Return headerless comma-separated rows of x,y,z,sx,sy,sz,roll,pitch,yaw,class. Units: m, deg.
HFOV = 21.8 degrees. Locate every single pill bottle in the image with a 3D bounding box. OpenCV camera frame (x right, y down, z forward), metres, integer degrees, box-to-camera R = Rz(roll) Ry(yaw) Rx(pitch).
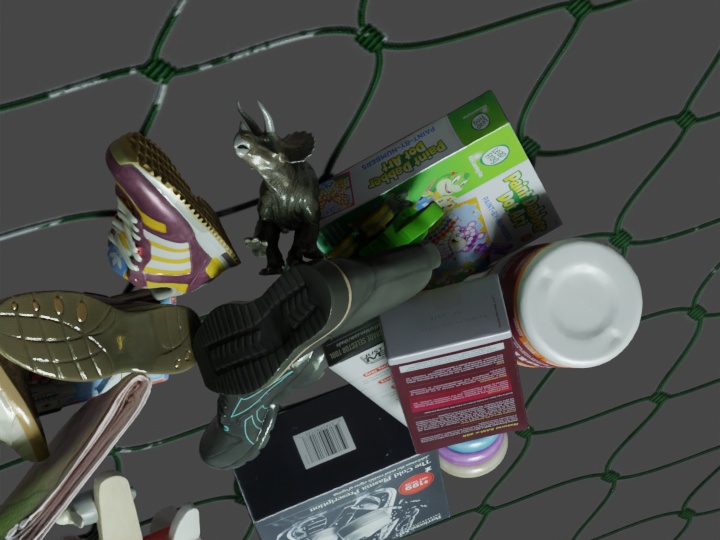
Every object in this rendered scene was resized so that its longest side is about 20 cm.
0.171,0.032,1.702,0.114,0.115,0.200,-18,-179,-12,pill bottle

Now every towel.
-0.267,0.180,1.605,0.191,0.032,0.200,-54,-169,-28,towel

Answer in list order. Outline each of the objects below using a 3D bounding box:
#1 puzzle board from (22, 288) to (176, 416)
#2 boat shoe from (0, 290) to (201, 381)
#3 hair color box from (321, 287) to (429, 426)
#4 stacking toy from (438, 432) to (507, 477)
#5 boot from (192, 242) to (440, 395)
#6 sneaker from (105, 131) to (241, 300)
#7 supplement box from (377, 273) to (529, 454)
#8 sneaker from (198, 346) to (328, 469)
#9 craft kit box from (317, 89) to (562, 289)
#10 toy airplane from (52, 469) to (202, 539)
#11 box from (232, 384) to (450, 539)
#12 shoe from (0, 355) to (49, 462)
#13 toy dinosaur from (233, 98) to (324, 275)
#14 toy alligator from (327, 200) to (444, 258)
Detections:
-0.259,0.081,1.635,0.199,0.017,0.151,-13,147,-18,puzzle board
-0.226,0.053,1.535,0.199,0.072,0.067,6,179,-41,boat shoe
0.046,0.077,1.721,0.101,0.061,0.200,-26,151,13,hair color box
0.108,0.130,1.914,0.085,0.086,0.200,-20,145,-9,stacking toy
-0.035,0.039,1.530,0.138,0.078,0.200,-17,174,-43,boot
-0.167,-0.032,1.472,0.090,0.075,0.200,-33,148,3,sneaker
0.083,0.085,1.624,0.108,0.061,0.200,-13,149,2,supplement box
-0.106,0.107,1.747,0.079,0.076,0.200,18,123,-32,sneaker
0.063,-0.051,1.641,0.197,0.049,0.200,-31,149,5,craft kit box
-0.251,0.298,1.880,0.199,0.141,0.201,24,88,-64,toy airplane
-0.021,0.215,1.921,0.199,0.104,0.182,-22,150,-4,box
-0.311,0.086,1.532,0.053,0.070,0.201,-23,128,-2,shoe
-0.058,-0.054,1.506,0.077,0.103,0.200,6,164,7,toy dinosaur
0.000,0.000,1.585,0.200,0.059,0.054,-42,-174,25,toy alligator
